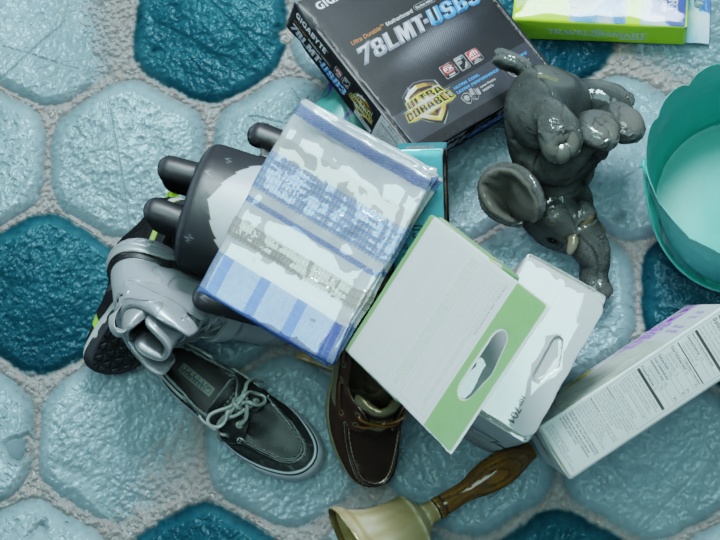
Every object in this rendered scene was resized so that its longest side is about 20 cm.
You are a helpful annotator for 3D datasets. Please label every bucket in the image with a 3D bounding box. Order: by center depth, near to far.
[{"bbox_3d":[0.366,-0.082,1.469,0.205,0.135,0.209,-2,73,8],"label":"bucket"}]

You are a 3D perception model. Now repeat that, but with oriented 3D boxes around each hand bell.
[{"bbox_3d":[0.079,0.217,1.465,0.199,0.104,0.105,-30,72,-15],"label":"hand bell"}]

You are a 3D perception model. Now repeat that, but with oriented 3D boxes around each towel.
[{"bbox_3d":[-0.037,-0.034,1.374,0.146,0.024,0.201,30,91,3],"label":"towel"}]

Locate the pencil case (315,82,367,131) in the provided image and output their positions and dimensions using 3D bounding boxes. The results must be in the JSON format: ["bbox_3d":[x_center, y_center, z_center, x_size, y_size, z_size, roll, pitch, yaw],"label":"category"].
[{"bbox_3d":[-0.065,-0.103,1.562,0.200,0.085,0.092,-43,57,-6],"label":"pencil case"}]

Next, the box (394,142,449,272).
[{"bbox_3d":[0.058,-0.014,1.435,0.049,0.082,0.202,-1,99,6],"label":"box"}]

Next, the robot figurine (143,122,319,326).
[{"bbox_3d":[-0.098,-0.044,1.447,0.198,0.125,0.151,18,120,2],"label":"robot figurine"}]

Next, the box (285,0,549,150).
[{"bbox_3d":[0.061,-0.219,1.546,0.199,0.050,0.199,-30,79,-29],"label":"box"}]

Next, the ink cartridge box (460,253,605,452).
[{"bbox_3d":[0.137,0.080,1.417,0.085,0.200,0.147,31,80,3],"label":"ink cartridge box"}]

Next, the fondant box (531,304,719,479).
[{"bbox_3d":[0.248,0.107,1.423,0.199,0.144,0.059,-32,89,-2],"label":"fondant box"}]

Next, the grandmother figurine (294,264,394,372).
[{"bbox_3d":[0.000,0.000,1.507,0.060,0.121,0.202,24,83,-31],"label":"grandmother figurine"}]

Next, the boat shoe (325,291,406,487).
[{"bbox_3d":[0.008,0.119,1.448,0.071,0.072,0.202,-5,111,-12],"label":"boat shoe"}]

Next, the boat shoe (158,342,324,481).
[{"bbox_3d":[-0.121,0.130,1.513,0.199,0.068,0.074,40,83,16],"label":"boat shoe"}]

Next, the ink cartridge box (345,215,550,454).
[{"bbox_3d":[0.080,0.055,1.304,0.146,0.048,0.200,-57,37,6],"label":"ink cartridge box"}]

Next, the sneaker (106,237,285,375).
[{"bbox_3d":[-0.153,0.052,1.487,0.199,0.075,0.116,23,38,-22],"label":"sneaker"}]

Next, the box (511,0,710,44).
[{"bbox_3d":[0.259,-0.296,1.591,0.198,0.048,0.123,4,75,10],"label":"box"}]

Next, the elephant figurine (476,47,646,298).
[{"bbox_3d":[0.183,-0.083,1.497,0.140,0.201,0.156,5,39,-11],"label":"elephant figurine"}]

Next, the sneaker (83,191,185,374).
[{"bbox_3d":[-0.221,0.011,1.574,0.083,0.072,0.201,26,83,49],"label":"sneaker"}]
